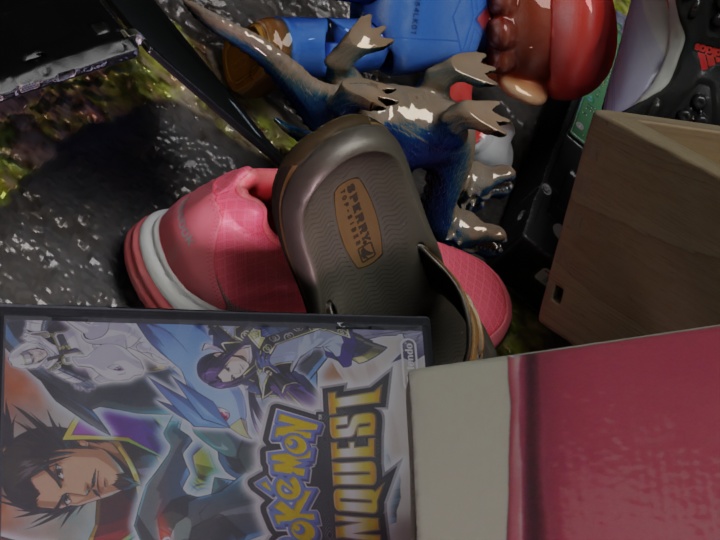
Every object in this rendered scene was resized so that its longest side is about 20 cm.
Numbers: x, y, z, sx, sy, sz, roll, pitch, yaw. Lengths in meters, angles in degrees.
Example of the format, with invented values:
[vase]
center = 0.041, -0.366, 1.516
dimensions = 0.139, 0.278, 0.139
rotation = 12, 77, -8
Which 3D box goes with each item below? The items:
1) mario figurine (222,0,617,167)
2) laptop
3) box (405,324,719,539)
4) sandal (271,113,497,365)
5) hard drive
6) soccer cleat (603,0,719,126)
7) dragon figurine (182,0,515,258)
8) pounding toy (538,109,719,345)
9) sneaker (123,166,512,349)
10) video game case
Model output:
[mario figurine]
center = 0.028, -0.116, 1.410
dimensions = 0.199, 0.124, 0.106
rotation = 4, 39, -26
[laptop]
center = -0.156, -0.101, 1.248
dimensions = 0.199, 0.104, 0.177
rotation = -21, 50, -24
[box]
center = 0.125, 0.099, 1.070
dimensions = 0.128, 0.199, 0.109
rotation = 71, 13, -49
[sandal]
center = 0.021, 0.021, 1.245
dimensions = 0.082, 0.200, 0.055
rotation = -34, 42, -19
[hard drive]
center = 0.144, -0.028, 1.483
dimensions = 0.140, 0.038, 0.200
rotation = 37, 41, -13
[soccer cleat]
center = 0.146, -0.091, 1.384
dimensions = 0.068, 0.201, 0.073
rotation = 15, 10, -10
[dragon figurine]
center = -0.001, -0.057, 1.338
dimensions = 0.199, 0.100, 0.059
rotation = 11, 44, -29
[pounding toy]
center = 0.210, 0.034, 1.291
dimensions = 0.199, 0.143, 0.184
rotation = 6, 16, -32
[sneaker]
center = 0.000, 0.000, 1.290
dimensions = 0.200, 0.087, 0.074
rotation = 10, 53, -37
[video game case]
center = -0.057, 0.100, 1.139
dimensions = 0.180, 0.026, 0.201
rotation = 2, 53, -7
